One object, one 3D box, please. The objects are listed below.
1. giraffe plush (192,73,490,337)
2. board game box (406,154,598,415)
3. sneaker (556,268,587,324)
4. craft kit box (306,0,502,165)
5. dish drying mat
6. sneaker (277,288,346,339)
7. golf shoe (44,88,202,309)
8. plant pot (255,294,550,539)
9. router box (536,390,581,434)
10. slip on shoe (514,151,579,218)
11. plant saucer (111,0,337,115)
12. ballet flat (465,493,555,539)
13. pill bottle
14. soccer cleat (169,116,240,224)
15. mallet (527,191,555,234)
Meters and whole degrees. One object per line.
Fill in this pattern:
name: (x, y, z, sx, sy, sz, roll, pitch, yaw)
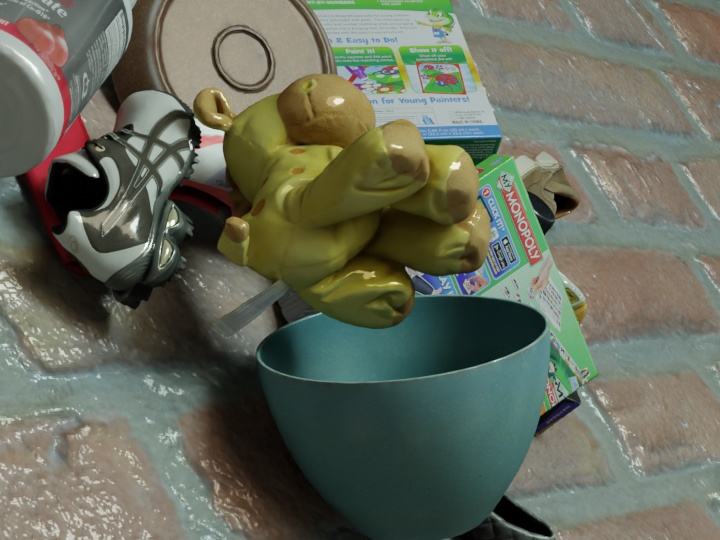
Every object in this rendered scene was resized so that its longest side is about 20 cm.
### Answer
giraffe plush: (-0.029, -0.062, 1.311, 0.173, 0.200, 0.162, 68, 1, -49)
board game box: (0.095, 0.030, 1.478, 0.135, 0.029, 0.200, -33, 113, -24)
sneaker: (0.095, -0.015, 1.547, 0.200, 0.076, 0.088, 44, 5, -31)
craft kit box: (-0.002, -0.166, 1.629, 0.200, 0.049, 0.198, -2, 52, -17)
dish drying mat: (-0.210, -0.079, 1.344, 0.077, 0.018, 0.200, 11, 46, -49)
sneaker: (0.000, 0.000, 1.489, 0.114, 0.075, 0.200, 33, 29, -24)
golf shoe: (-0.163, -0.070, 1.300, 0.094, 0.078, 0.200, 32, 30, -28)
plant pot: (0.036, 0.108, 1.319, 0.200, 0.200, 0.135, -35, 121, -62)
router box: (0.091, 0.026, 1.615, 0.157, 0.052, 0.200, 25, 36, -40)
slip on shoe: (0.155, -0.064, 1.805, 0.061, 0.076, 0.200, 46, 19, 8)
plant saucer: (-0.097, -0.160, 1.494, 0.200, 0.034, 0.200, 10, 69, -29)
ballet flat: (0.071, 0.139, 1.439, 0.200, 0.057, 0.066, 51, 27, 2)
pill bottle: (-0.220, -0.158, 1.303, 0.111, 0.111, 0.200, 42, 36, -14)
soccer cleat: (-0.067, -0.061, 1.421, 0.200, 0.068, 0.073, 11, 69, -13)
mallet: (0.077, -0.082, 1.647, 0.200, 0.066, 0.041, 43, 21, 21)
